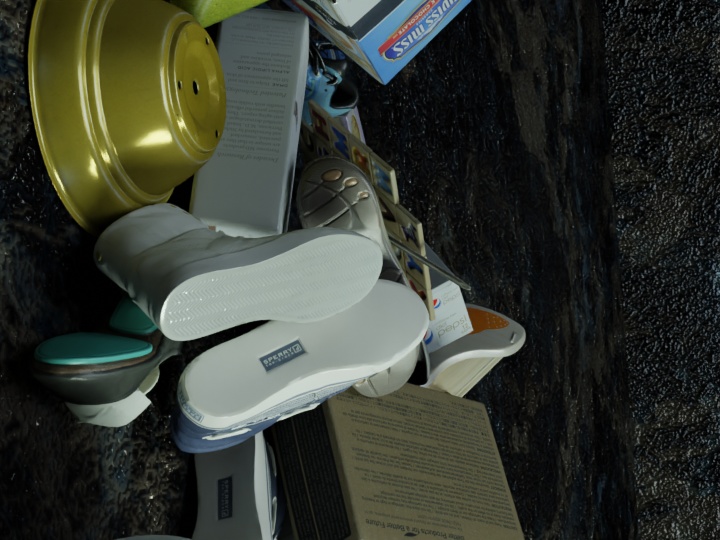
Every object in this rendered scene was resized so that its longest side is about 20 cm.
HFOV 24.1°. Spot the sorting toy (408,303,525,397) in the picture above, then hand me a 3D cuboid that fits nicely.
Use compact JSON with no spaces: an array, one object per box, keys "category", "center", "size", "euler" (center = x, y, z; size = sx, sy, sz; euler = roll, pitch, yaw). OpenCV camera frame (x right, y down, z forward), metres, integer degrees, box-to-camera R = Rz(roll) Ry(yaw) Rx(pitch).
[{"category":"sorting toy","center":[0.034,0.116,1.567],"size":[0.107,0.200,0.180],"euler":[44,28,2]}]

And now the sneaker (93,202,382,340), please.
[{"category":"sneaker","center":[-0.087,-0.014,1.179],"size":[0.200,0.116,0.074],"euler":[-7,122,-42]}]

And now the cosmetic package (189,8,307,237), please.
[{"category":"cosmetic package","center":[-0.085,-0.095,1.313],"size":[0.102,0.074,0.200],"euler":[95,-1,-63]}]

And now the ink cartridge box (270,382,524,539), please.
[{"category":"ink cartridge box","center":[0.032,0.174,1.359],"size":[0.200,0.075,0.165],"euler":[19,46,-40]}]

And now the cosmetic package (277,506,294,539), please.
[{"category":"cosmetic package","center":[-0.026,0.217,1.408],"size":[0.074,0.102,0.200],"euler":[41,34,-17]}]

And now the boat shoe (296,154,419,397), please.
[{"category":"boat shoe","center":[0.000,0.000,1.305],"size":[0.073,0.074,0.200],"euler":[-103,-178,-68]}]

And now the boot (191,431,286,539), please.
[{"category":"boot","center":[-0.087,0.210,1.288],"size":[0.090,0.073,0.200],"euler":[58,29,-53]}]

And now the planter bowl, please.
[{"category":"planter bowl","center":[-0.148,-0.124,1.178],"size":[0.200,0.083,0.201],"euler":[-5,90,-71]}]

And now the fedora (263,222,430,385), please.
[{"category":"fedora","center":[-0.024,0.045,1.429],"size":[0.177,0.090,0.200],"euler":[53,-8,-1]}]

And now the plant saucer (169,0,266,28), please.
[{"category":"plant saucer","center":[-0.074,-0.303,1.225],"size":[0.200,0.200,0.048],"euler":[67,-19,-9]}]

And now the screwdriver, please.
[{"category":"screwdriver","center":[0.013,-0.035,1.340],"size":[0.029,0.200,0.028],"euler":[-41,147,-35]}]

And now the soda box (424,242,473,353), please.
[{"category":"soda box","center":[0.027,-0.005,1.553],"size":[0.200,0.064,0.068],"euler":[50,-16,51]}]

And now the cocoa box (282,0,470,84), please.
[{"category":"cocoa box","center":[-0.015,-0.279,1.395],"size":[0.200,0.133,0.131],"euler":[43,-5,31]}]

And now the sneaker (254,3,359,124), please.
[{"category":"sneaker","center":[-0.057,-0.189,1.458],"size":[0.200,0.090,0.079],"euler":[44,44,-62]}]

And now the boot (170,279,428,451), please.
[{"category":"boot","center":[-0.049,0.071,1.248],"size":[0.073,0.200,0.090],"euler":[64,-24,17]}]

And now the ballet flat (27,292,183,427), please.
[{"category":"ballet flat","center":[-0.160,0.064,1.126],"size":[0.200,0.068,0.069],"euler":[-38,134,-69]}]

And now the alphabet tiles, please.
[{"category":"alphabet tiles","center":[0.002,-0.045,1.406],"size":[0.200,0.006,0.167],"euler":[44,-27,46]}]

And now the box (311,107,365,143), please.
[{"category":"box","center":[-0.005,-0.069,1.669],"size":[0.041,0.039,0.200],"euler":[-61,142,-58]}]

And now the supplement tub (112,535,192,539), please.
[{"category":"supplement tub","center":[-0.130,0.279,1.028],"size":[0.145,0.145,0.200],"euler":[-49,131,-65]}]
